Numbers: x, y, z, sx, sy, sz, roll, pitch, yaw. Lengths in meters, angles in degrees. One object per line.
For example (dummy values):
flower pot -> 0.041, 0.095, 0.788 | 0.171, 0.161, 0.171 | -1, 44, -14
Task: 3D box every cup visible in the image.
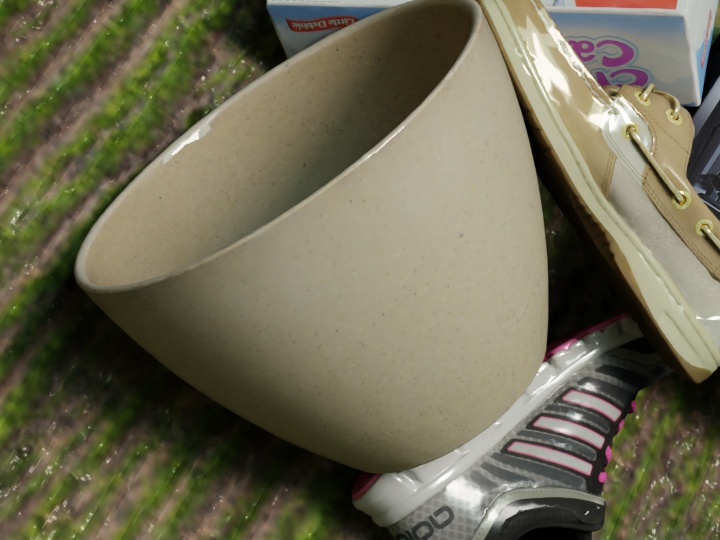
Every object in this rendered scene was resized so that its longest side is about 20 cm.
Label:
cup -> 0.000, 0.000, 0.799 | 0.200, 0.200, 0.144 | -48, 115, -35

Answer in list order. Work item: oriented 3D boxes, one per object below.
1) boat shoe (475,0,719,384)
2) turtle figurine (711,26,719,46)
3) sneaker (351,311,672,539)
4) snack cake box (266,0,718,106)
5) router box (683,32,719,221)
boat shoe -> 0.117, -0.048, 0.830 | 0.066, 0.074, 0.201 | -34, 106, -1
turtle figurine -> 0.205, -0.065, 0.998 | 0.194, 0.199, 0.144 | -56, 132, -11
sneaker -> 0.088, 0.086, 0.870 | 0.199, 0.074, 0.088 | -30, 90, -34
snack cake box -> 0.068, -0.146, 0.889 | 0.199, 0.067, 0.116 | 4, 58, 20
router box -> 0.227, -0.052, 0.886 | 0.157, 0.052, 0.201 | 31, 101, -7
